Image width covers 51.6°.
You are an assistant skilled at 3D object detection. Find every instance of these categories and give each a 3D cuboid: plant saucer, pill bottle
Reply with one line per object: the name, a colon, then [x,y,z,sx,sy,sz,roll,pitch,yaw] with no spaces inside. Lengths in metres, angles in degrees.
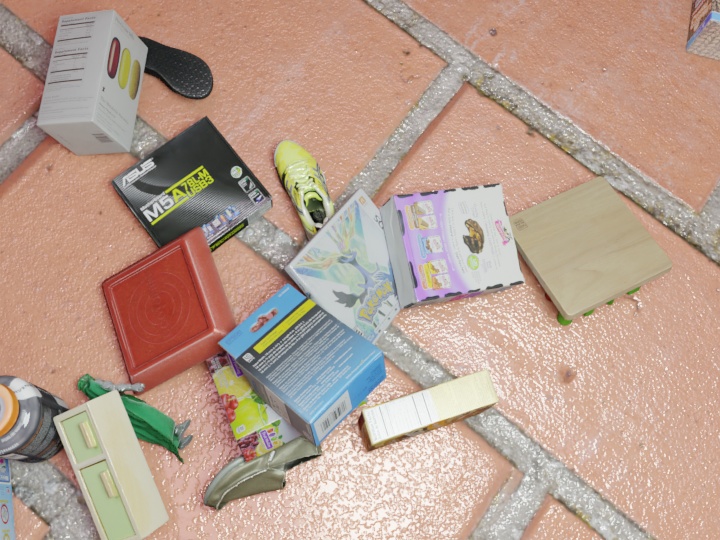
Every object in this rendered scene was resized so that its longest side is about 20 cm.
plant saucer: [-0.303,0.059,1.143,0.198,0.037,0.202,-27,71,12]
pill bottle: [-0.483,0.207,1.038,0.104,0.200,0.108,1,72,-3]

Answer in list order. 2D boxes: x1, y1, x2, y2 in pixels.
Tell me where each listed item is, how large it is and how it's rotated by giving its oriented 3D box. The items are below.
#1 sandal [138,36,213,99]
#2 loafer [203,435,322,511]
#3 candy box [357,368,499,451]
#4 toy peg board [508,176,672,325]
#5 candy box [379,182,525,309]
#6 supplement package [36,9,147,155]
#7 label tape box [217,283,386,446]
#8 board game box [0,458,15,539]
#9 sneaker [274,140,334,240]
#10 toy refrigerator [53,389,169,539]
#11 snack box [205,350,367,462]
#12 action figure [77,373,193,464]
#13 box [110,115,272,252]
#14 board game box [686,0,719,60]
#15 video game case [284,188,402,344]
sandal: [-0.331,-0.353,1.314,0.199,0.048,0.076,32,74,20]
loafer: [-0.139,0.295,1.097,0.198,0.075,0.070,-33,73,-13]
candy box: [0.098,0.211,1.117,0.196,0.116,0.056,-17,73,-9]
toy peg board: [0.364,-0.020,1.233,0.197,0.098,0.201,-23,59,-11]
candy box: [0.146,-0.040,1.191,0.196,0.071,0.171,-8,79,-21]
supplement package: [-0.441,-0.310,1.237,0.107,0.114,0.204,0,73,15]
label tape box: [-0.082,0.126,1.048,0.199,0.064,0.144,33,61,33]
board game box: [-0.528,0.340,0.994,0.055,0.200,0.199,-11,72,-6]
sneaker: [-0.084,-0.135,1.230,0.074,0.077,0.202,-25,74,-9]
toy refrigerator: [-0.354,0.282,1.053,0.075,0.070,0.203,-23,89,24]
snack box: [-0.112,0.162,1.112,0.197,0.068,0.169,-24,47,-12]
action figure: [-0.343,0.206,1.111,0.197,0.119,0.055,24,46,14]
box: [-0.278,-0.127,1.239,0.199,0.048,0.194,-37,80,-14]
board game box: [0.715,-0.499,1.391,0.157,0.097,0.203,15,72,2]
video game case: [0.000,0.000,1.163,0.183,0.022,0.200,50,56,-13]
